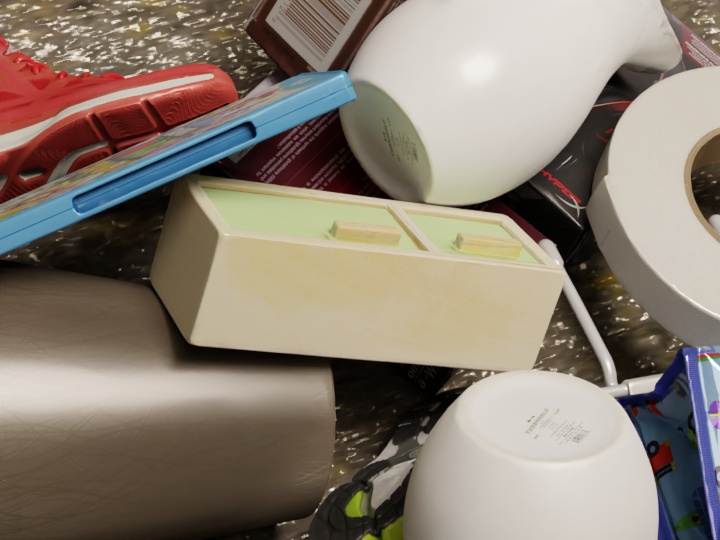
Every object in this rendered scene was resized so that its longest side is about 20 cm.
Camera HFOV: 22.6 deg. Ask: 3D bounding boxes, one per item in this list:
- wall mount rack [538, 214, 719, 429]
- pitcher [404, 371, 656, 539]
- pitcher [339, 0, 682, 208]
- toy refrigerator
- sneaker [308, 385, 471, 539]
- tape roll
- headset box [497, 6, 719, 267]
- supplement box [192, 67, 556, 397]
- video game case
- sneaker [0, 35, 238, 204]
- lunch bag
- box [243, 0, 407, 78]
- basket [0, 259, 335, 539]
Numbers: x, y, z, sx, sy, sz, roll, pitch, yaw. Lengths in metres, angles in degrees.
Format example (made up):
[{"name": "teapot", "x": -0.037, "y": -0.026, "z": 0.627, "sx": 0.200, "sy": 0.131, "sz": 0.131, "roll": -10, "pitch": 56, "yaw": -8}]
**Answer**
[{"name": "wall mount rack", "x": 0.183, "y": 0.059, "z": 1.046, "sx": 0.200, "sy": 0.075, "sz": 0.174, "roll": -8, "pitch": 92, "yaw": -20}, {"name": "pitcher", "x": 0.092, "y": 0.144, "z": 0.912, "sx": 0.121, "sy": 0.200, "sz": 0.172, "roll": 16, "pitch": 32, "yaw": 22}, {"name": "pitcher", "x": 0.082, "y": -0.140, "z": 1.017, "sx": 0.200, "sy": 0.172, "sz": 0.121, "roll": -34, "pitch": 36, "yaw": -25}, {"name": "toy refrigerator", "x": 0.000, "y": 0.000, "z": 0.946, "sx": 0.200, "sy": 0.070, "sz": 0.076, "roll": 7, "pitch": 23, "yaw": -27}, {"name": "sneaker", "x": 0.048, "y": 0.127, "z": 1.005, "sx": 0.200, "sy": 0.074, "sz": 0.081, "roll": -37, "pitch": 117, "yaw": -41}, {"name": "tape roll", "x": 0.235, "y": -0.034, "z": 1.061, "sx": 0.203, "sy": 0.037, "sz": 0.203, "roll": 7, "pitch": 55, "yaw": -10}, {"name": "headset box", "x": 0.135, "y": -0.112, "z": 1.153, "sx": 0.149, "sy": 0.075, "sz": 0.200, "roll": 43, "pitch": 60, "yaw": 10}, {"name": "supplement box", "x": 0.004, "y": -0.031, "z": 1.079, "sx": 0.200, "sy": 0.061, "sz": 0.109, "roll": 39, "pitch": 59, "yaw": 9}, {"name": "video game case", "x": -0.107, "y": -0.057, "z": 0.935, "sx": 0.200, "sy": 0.143, "sz": 0.018, "roll": -24, "pitch": 99, "yaw": -7}, {"name": "sneaker", "x": -0.176, "y": -0.107, "z": 1.037, "sx": 0.200, "sy": 0.078, "sz": 0.116, "roll": -16, "pitch": 61, "yaw": -1}, {"name": "lunch bag", "x": 0.238, "y": 0.143, "z": 0.942, "sx": 0.150, "sy": 0.094, "sz": 0.200, "roll": -3, "pitch": 68, "yaw": -19}, {"name": "box", "x": 0.028, "y": -0.182, "z": 1.109, "sx": 0.075, "sy": 0.100, "sz": 0.200, "roll": 46, "pitch": 37, "yaw": 13}, {"name": "basket", "x": -0.124, "y": 0.075, "z": 0.946, "sx": 0.200, "sy": 0.136, "sz": 0.180, "roll": 0, "pitch": 73, "yaw": -20}]
